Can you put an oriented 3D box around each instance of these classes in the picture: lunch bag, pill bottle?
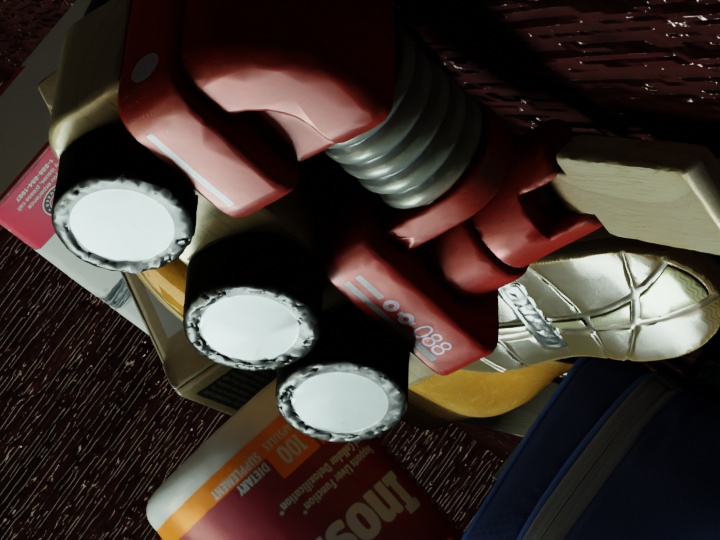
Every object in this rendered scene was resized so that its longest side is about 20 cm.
[{"bbox_3d":[0.123,0.120,0.971,0.132,0.136,0.200,36,176,20],"label":"lunch bag"},{"bbox_3d":[-0.001,0.153,1.069,0.200,0.113,0.113,47,176,3],"label":"pill bottle"}]

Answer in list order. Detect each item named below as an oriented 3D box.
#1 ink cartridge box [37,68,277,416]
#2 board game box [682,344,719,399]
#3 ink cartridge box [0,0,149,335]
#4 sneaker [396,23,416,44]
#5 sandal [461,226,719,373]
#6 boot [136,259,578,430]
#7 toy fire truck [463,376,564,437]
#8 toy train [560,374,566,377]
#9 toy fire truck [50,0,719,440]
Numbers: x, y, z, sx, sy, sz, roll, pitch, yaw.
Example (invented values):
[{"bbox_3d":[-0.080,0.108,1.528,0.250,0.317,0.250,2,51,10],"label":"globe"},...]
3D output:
[{"bbox_3d":[-0.070,-0.018,1.176,0.201,0.075,0.165,64,-165,24],"label":"ink cartridge box"},{"bbox_3d":[0.246,0.110,0.977,0.200,0.028,0.135,38,175,-17],"label":"board game box"},{"bbox_3d":[-0.139,-0.057,1.388,0.200,0.145,0.084,40,-179,-43],"label":"ink cartridge box"},{"bbox_3d":[-0.036,-0.098,0.845,0.200,0.075,0.082,47,-175,-37],"label":"sneaker"},{"bbox_3d":[0.064,-0.002,0.887,0.199,0.054,0.080,-2,137,39],"label":"sandal"},{"bbox_3d":[0.000,0.001,0.996,0.200,0.071,0.144,30,150,-13],"label":"boot"},{"bbox_3d":[0.115,0.132,1.123,0.199,0.177,0.129,28,175,12],"label":"toy fire truck"},{"bbox_3d":[0.115,0.046,1.170,0.199,0.034,0.046,30,166,-30],"label":"toy train"},{"bbox_3d":[0.019,-0.038,0.721,0.176,0.199,0.129,41,-145,-35],"label":"toy fire truck"}]
